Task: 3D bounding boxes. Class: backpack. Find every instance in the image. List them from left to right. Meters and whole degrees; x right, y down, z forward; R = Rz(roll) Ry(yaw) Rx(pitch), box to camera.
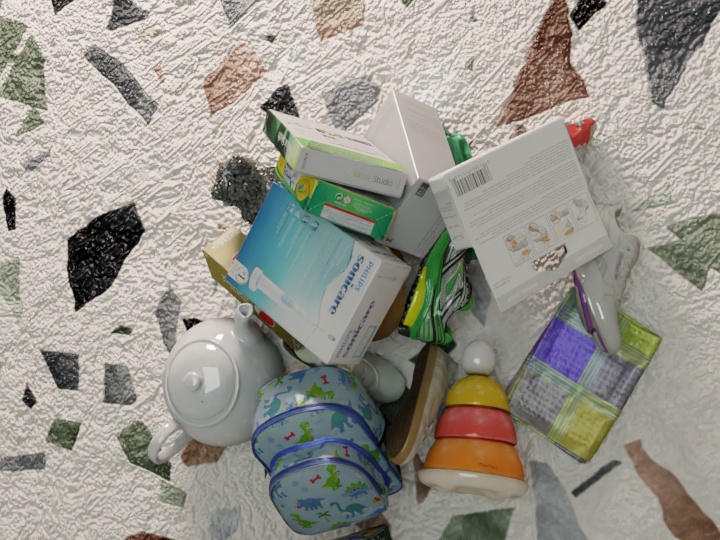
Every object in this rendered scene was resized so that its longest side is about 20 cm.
[{"bbox_3d":[-0.048,0.236,1.123,0.179,0.148,0.202,-19,123,15],"label":"backpack"}]

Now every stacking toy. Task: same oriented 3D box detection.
[{"bbox_3d":[0.156,0.192,1.128,0.143,0.146,0.205,3,72,18],"label":"stacking toy"}]

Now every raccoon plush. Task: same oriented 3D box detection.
[{"bbox_3d":[-0.119,-0.104,1.229,0.196,0.134,0.099,18,89,19],"label":"raccoon plush"}]

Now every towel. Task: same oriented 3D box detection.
[{"bbox_3d":[0.289,0.138,1.134,0.142,0.023,0.202,34,96,19],"label":"towel"}]

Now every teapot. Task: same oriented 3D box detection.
[{"bbox_3d":[-0.213,0.163,1.230,0.193,0.146,0.205,-9,83,17],"label":"teapot"}]

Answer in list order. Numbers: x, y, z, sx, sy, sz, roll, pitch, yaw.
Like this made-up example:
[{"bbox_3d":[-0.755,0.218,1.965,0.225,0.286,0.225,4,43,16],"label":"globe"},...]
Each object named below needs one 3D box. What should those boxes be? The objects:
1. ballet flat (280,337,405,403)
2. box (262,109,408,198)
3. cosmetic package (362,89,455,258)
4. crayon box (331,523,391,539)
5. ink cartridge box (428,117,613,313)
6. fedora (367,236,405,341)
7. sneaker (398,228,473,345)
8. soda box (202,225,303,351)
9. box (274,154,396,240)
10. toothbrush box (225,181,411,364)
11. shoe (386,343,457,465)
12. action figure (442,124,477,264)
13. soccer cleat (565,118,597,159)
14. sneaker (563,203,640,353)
[{"bbox_3d":[-0.033,0.136,1.216,0.197,0.069,0.071,25,93,18],"label":"ballet flat"},{"bbox_3d":[-0.037,-0.151,1.089,0.141,0.200,0.037,12,107,-22],"label":"box"},{"bbox_3d":[0.062,-0.130,1.133,0.113,0.080,0.203,-53,33,36],"label":"cosmetic package"},{"bbox_3d":[-0.061,0.407,1.168,0.196,0.125,0.053,-22,78,14],"label":"crayon box"},{"bbox_3d":[0.200,-0.069,1.055,0.197,0.045,0.179,-26,96,-25],"label":"ink cartridge box"},{"bbox_3d":[0.000,0.000,1.193,0.198,0.081,0.205,21,122,36],"label":"fedora"},{"bbox_3d":[0.120,0.003,1.148,0.083,0.078,0.204,20,104,0],"label":"sneaker"},{"bbox_3d":[-0.139,0.023,1.230,0.064,0.068,0.199,-38,58,-23],"label":"soda box"},{"bbox_3d":[-0.041,-0.108,1.107,0.115,0.200,0.049,19,107,-24],"label":"box"},{"bbox_3d":[-0.056,0.004,1.094,0.199,0.085,0.149,35,103,30],"label":"toothbrush box"},{"bbox_3d":[0.086,0.176,1.124,0.053,0.202,0.070,33,133,-8],"label":"shoe"},{"bbox_3d":[0.134,-0.112,1.191,0.116,0.055,0.205,-17,84,17],"label":"action figure"},{"bbox_3d":[0.253,-0.120,1.145,0.200,0.068,0.085,-46,106,-11],"label":"soccer cleat"},{"bbox_3d":[0.318,0.003,1.098,0.097,0.075,0.205,-9,70,7],"label":"sneaker"}]
